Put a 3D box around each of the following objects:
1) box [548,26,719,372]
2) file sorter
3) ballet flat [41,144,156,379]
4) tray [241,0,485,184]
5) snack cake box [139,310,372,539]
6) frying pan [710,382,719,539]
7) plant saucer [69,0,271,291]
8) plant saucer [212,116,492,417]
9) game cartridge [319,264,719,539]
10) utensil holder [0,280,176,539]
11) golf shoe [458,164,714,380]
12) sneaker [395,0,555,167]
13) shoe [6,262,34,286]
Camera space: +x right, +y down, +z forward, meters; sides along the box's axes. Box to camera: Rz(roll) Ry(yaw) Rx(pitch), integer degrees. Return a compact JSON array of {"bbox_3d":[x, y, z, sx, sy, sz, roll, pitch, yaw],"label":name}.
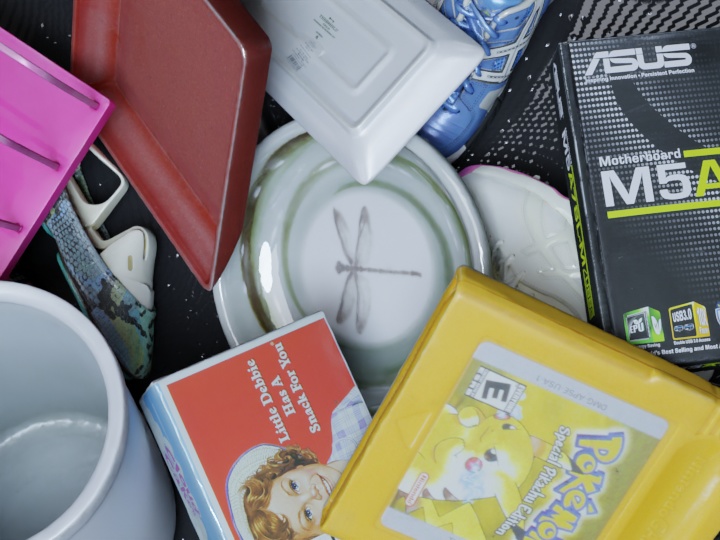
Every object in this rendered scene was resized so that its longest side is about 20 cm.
[{"bbox_3d":[0.219,-0.044,0.955,0.198,0.048,0.195,-5,78,-4],"label":"box"},{"bbox_3d":[-0.275,-0.065,1.023,0.138,0.125,0.201,33,91,10],"label":"file sorter"},{"bbox_3d":[-0.174,-0.027,1.098,0.074,0.074,0.201,-33,83,12],"label":"ballet flat"},{"bbox_3d":[-0.018,-0.145,1.029,0.107,0.022,0.200,-48,50,4],"label":"tray"},{"bbox_3d":[-0.037,0.140,0.981,0.114,0.067,0.201,-22,83,-19],"label":"snack cake box"},{"bbox_3d":[0.172,0.145,1.018,0.190,0.031,0.115,-37,72,19],"label":"frying pan"},{"bbox_3d":[-0.116,-0.124,1.024,0.036,0.200,0.200,-19,55,-27],"label":"plant saucer"},{"bbox_3d":[0.000,0.000,1.045,0.199,0.050,0.202,4,99,30],"label":"plant saucer"},{"bbox_3d":[0.102,0.112,0.919,0.199,0.032,0.177,25,114,-7],"label":"game cartridge"},{"bbox_3d":[-0.206,0.125,1.011,0.168,0.200,0.171,-2,65,3],"label":"utensil holder"},{"bbox_3d":[0.115,0.014,0.994,0.091,0.076,0.200,-38,64,-26],"label":"golf shoe"},{"bbox_3d":[0.067,-0.150,1.029,0.075,0.077,0.201,30,98,12],"label":"sneaker"},{"bbox_3d":[-0.259,-0.007,1.122,0.090,0.071,0.202,4,95,13],"label":"shoe"}]
